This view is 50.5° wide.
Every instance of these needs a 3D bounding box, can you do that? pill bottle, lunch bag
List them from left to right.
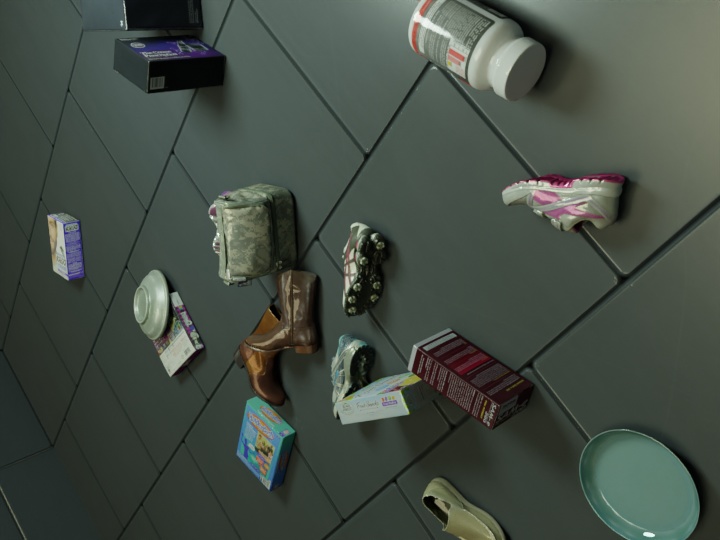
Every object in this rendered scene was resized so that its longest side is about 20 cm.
[{"bbox_3d":[-0.243,-0.080,1.686,0.139,0.168,0.200,17,116,41],"label":"lunch bag"},{"bbox_3d":[0.181,-0.352,1.191,0.200,0.116,0.116,41,130,29],"label":"pill bottle"}]

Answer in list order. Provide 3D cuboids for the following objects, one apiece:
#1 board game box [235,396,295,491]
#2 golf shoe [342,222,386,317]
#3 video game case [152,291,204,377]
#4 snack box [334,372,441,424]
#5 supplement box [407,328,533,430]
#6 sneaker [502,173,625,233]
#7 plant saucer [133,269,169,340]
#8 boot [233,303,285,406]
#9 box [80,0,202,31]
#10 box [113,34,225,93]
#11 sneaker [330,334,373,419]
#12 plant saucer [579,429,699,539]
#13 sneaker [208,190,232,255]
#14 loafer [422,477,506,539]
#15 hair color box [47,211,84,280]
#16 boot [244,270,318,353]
[{"bbox_3d":[-0.247,0.446,1.969,0.152,0.045,0.200,38,129,31],"label":"board game box"},{"bbox_3d":[0.000,0.000,1.550,0.088,0.077,0.200,50,135,49],"label":"golf shoe"},{"bbox_3d":[-0.532,0.185,2.174,0.200,0.036,0.181,-43,72,45],"label":"video game case"},{"bbox_3d":[0.065,0.246,1.504,0.200,0.142,0.053,-21,89,48],"label":"snack box"},{"bbox_3d":[0.196,0.191,1.376,0.200,0.109,0.061,33,126,35],"label":"supplement box"},{"bbox_3d":[0.307,-0.101,1.178,0.200,0.081,0.088,7,107,45],"label":"sneaker"},{"bbox_3d":[-0.601,0.098,2.164,0.200,0.050,0.201,-3,86,55],"label":"plant saucer"},{"bbox_3d":[-0.203,0.208,1.847,0.200,0.068,0.188,-48,66,33],"label":"boot"},{"bbox_3d":[-0.502,-0.609,1.741,0.200,0.198,0.123,15,115,41],"label":"box"},{"bbox_3d":[-0.428,-0.466,1.713,0.141,0.200,0.079,34,126,32],"label":"box"},{"bbox_3d":[-0.027,0.229,1.658,0.086,0.078,0.200,38,122,46],"label":"sneaker"},{"bbox_3d":[0.450,0.347,1.231,0.200,0.027,0.200,18,117,40],"label":"plant saucer"},{"bbox_3d":[-0.308,-0.110,1.818,0.080,0.089,0.200,7,138,2],"label":"sneaker"},{"bbox_3d":[0.199,0.497,1.511,0.200,0.068,0.076,34,126,33],"label":"loafer"},{"bbox_3d":[-0.968,-0.080,2.509,0.109,0.065,0.200,23,118,40],"label":"hair color box"},{"bbox_3d":[-0.183,0.086,1.728,0.186,0.064,0.200,0,111,11],"label":"boot"}]
